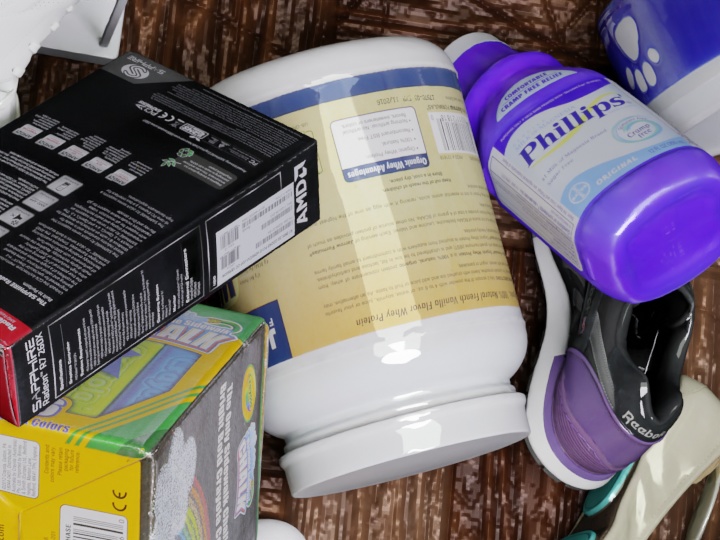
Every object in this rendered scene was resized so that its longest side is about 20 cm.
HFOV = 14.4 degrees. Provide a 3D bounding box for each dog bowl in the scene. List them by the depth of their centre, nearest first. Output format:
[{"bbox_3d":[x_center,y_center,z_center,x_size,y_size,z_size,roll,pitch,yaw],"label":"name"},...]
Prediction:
[{"bbox_3d":[0.224,-0.131,1.443,0.200,0.200,0.079,-21,81,-16],"label":"dog bowl"}]

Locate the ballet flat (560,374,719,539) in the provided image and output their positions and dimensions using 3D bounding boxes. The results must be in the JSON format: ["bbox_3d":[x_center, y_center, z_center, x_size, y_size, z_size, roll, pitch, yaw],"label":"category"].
[{"bbox_3d":[0.130,0.143,1.433,0.069,0.069,0.200,38,73,-3],"label":"ballet flat"}]

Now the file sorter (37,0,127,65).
[{"bbox_3d":[-0.202,-0.199,1.400,0.199,0.125,0.139,9,77,-11],"label":"file sorter"}]

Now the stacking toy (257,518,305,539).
[{"bbox_3d":[-0.096,0.181,1.355,0.146,0.146,0.200,48,56,0],"label":"stacking toy"}]

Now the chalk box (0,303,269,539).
[{"bbox_3d":[-0.119,0.085,1.311,0.123,0.200,0.125,10,113,14],"label":"chalk box"}]

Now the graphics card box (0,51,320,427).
[{"bbox_3d":[-0.128,-0.019,1.272,0.125,0.051,0.200,25,46,32],"label":"graphics card box"}]

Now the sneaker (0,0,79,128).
[{"bbox_3d":[-0.164,-0.116,1.323,0.199,0.074,0.116,-22,128,-8],"label":"sneaker"}]

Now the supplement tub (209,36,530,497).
[{"bbox_3d":[0.000,0.000,1.392,0.144,0.144,0.201,-12,81,-15],"label":"supplement tub"}]

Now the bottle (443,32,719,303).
[{"bbox_3d":[0.103,-0.059,1.411,0.083,0.200,0.065,-31,129,-12],"label":"bottle"}]

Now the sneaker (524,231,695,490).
[{"bbox_3d":[0.138,0.009,1.428,0.076,0.088,0.201,23,53,-27],"label":"sneaker"}]
